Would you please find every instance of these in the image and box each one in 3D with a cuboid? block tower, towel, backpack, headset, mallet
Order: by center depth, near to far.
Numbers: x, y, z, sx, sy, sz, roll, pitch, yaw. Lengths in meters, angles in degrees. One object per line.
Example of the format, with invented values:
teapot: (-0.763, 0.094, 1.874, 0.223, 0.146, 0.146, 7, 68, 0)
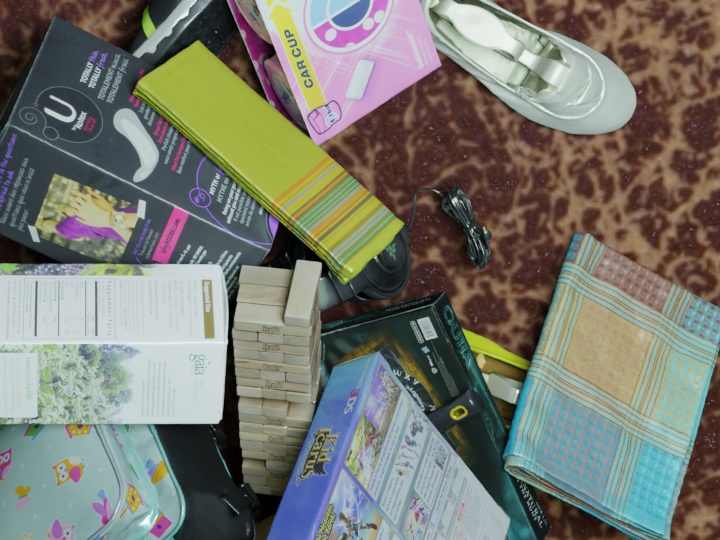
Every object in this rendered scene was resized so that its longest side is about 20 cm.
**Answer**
towel: (-0.062, -0.077, 1.644, 0.200, 0.086, 0.018, 42, 127, 5)
block tower: (-0.056, 0.077, 1.651, 0.058, 0.054, 0.200, 6, 138, 3)
backpack: (-0.194, 0.181, 1.669, 0.153, 0.176, 0.200, 20, 121, -44)
headset: (0.000, 0.000, 1.717, 0.200, 0.123, 0.094, -31, 104, -19)
mallet: (0.014, 0.146, 1.735, 0.200, 0.041, 0.066, -24, 104, 28)
towel: (0.191, 0.087, 1.758, 0.147, 0.022, 0.200, 28, 65, -17)

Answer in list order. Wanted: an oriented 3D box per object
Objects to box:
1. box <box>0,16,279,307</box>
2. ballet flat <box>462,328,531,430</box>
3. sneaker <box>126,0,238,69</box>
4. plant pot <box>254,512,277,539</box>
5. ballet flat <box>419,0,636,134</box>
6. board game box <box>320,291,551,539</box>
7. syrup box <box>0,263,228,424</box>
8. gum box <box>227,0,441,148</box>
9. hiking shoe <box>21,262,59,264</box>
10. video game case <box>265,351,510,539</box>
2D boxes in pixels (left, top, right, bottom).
box: (-0.159, -0.065, 1.659, 0.200, 0.122, 0.106, 27, 134, -12)
ballet flat: (0.092, 0.084, 1.769, 0.200, 0.067, 0.067, 17, 94, -11)
sneaker: (-0.115, -0.222, 1.700, 0.083, 0.072, 0.200, 39, 96, 21)
plant pot: (-0.058, 0.258, 1.705, 0.200, 0.186, 0.187, -17, 104, 31)
ballet flat: (0.118, -0.154, 1.737, 0.200, 0.069, 0.069, 29, 93, -13)
board game box: (0.041, 0.122, 1.747, 0.135, 0.028, 0.200, -15, 106, 31)
syrup box: (-0.190, 0.049, 1.603, 0.200, 0.081, 0.079, -1, 133, -8)
gum box: (-0.031, -0.201, 1.653, 0.113, 0.066, 0.200, -34, 131, -14)
hiking shoe: (-0.213, 0.045, 1.708, 0.200, 0.076, 0.101, -3, 96, -10)
video game case: (0.018, 0.189, 1.624, 0.045, 0.200, 0.181, -17, 124, 32)
